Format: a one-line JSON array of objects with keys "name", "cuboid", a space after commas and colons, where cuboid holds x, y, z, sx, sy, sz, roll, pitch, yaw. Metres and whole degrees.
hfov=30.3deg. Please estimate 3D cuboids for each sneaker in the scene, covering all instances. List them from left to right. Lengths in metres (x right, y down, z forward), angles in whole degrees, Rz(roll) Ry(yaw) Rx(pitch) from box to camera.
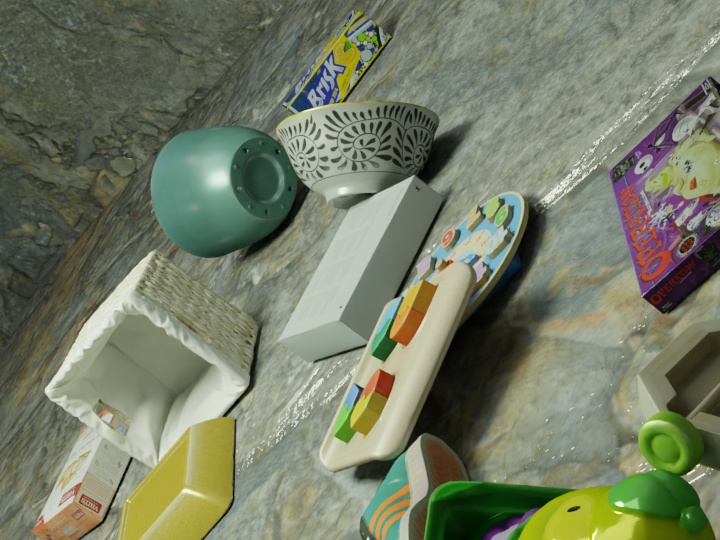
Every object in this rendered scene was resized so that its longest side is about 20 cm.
[{"name": "sneaker", "cuboid": [0.041, 0.206, 1.007, 0.080, 0.071, 0.200, -48, 11, 20]}]

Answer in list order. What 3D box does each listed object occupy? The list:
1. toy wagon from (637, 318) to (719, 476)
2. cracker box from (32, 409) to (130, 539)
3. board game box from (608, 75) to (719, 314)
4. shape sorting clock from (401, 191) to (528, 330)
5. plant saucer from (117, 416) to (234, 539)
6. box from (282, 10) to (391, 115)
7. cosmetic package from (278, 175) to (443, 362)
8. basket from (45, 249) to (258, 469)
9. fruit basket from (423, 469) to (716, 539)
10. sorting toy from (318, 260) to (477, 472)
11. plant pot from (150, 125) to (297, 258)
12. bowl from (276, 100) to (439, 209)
[{"name": "toy wagon", "cuboid": [0.244, 0.071, 0.679, 0.199, 0.040, 0.155, 14, 35, 39]}, {"name": "cracker box", "cuboid": [-0.394, 0.295, 1.949, 0.134, 0.058, 0.201, -38, 24, 42]}, {"name": "board game box", "cuboid": [0.253, -0.064, 1.027, 0.120, 0.032, 0.200, -50, 18, 25]}, {"name": "shape sorting clock", "cuboid": [0.091, 0.003, 1.292, 0.200, 0.039, 0.200, -46, 20, 22]}, {"name": "plant saucer", "cuboid": [-0.228, 0.279, 1.579, 0.200, 0.048, 0.200, -49, 19, 15]}, {"name": "box", "cuboid": [-0.041, -0.326, 2.175, 0.200, 0.070, 0.064, -53, 16, 2]}, {"name": "cosmetic package", "cuboid": [0.000, 0.000, 1.507, 0.151, 0.052, 0.201, -25, 33, 60]}, {"name": "basket", "cuboid": [-0.264, 0.113, 1.732, 0.200, 0.198, 0.161, -45, 17, 25]}, {"name": "fruit basket", "cuboid": [0.102, 0.182, 0.699, 0.216, 0.154, 0.217, 3, -90, -81]}, {"name": "sorting toy", "cuboid": [0.024, 0.087, 1.186, 0.186, 0.036, 0.200, -65, 11, -17]}, {"name": "plant pot", "cuboid": [-0.191, -0.127, 2.009, 0.160, 0.200, 0.201, -8, 47, 50]}, {"name": "bowl", "cuboid": [0.000, -0.128, 1.597, 0.200, 0.200, 0.095, -23, 68, 58]}]
